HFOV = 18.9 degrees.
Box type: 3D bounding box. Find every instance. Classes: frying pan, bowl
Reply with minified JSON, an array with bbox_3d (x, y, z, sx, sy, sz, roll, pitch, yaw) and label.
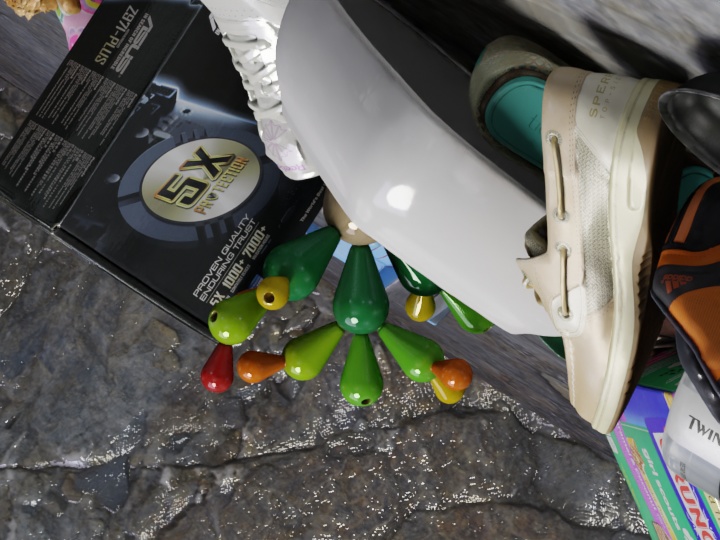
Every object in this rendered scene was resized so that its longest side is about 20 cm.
[{"bbox_3d":[0.179,-0.048,0.834,0.115,0.031,0.190,33,172,-6],"label":"frying pan"},{"bbox_3d":[0.041,-0.052,1.104,0.200,0.075,0.200,35,-167,-36],"label":"bowl"}]

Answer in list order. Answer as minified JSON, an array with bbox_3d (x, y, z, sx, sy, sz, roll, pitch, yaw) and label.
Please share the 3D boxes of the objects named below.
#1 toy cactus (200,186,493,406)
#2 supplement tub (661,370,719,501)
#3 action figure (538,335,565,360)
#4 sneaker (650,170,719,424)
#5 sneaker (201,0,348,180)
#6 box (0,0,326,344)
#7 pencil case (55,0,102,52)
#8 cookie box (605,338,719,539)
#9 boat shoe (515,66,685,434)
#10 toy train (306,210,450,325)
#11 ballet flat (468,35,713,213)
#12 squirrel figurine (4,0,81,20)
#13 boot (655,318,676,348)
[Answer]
[{"bbox_3d":[0.000,0.000,1.274,0.198,0.167,0.102,-1,-174,-21],"label":"toy cactus"},{"bbox_3d":[0.277,0.104,1.193,0.199,0.123,0.123,31,175,25],"label":"supplement tub"},{"bbox_3d":[0.089,-0.018,1.497,0.200,0.055,0.118,42,-150,-5],"label":"action figure"},{"bbox_3d":[0.217,0.041,0.951,0.199,0.112,0.078,31,168,18],"label":"sneaker"},{"bbox_3d":[-0.033,-0.110,1.185,0.200,0.100,0.075,35,167,-36],"label":"sneaker"},{"bbox_3d":[-0.095,-0.083,1.272,0.086,0.201,0.164,29,174,45],"label":"box"},{"bbox_3d":[-0.153,-0.115,1.411,0.087,0.202,0.087,-11,171,-2],"label":"pencil case"},{"bbox_3d":[0.236,0.136,1.433,0.172,0.075,0.200,66,170,-4],"label":"cookie box"},{"bbox_3d":[0.108,-0.009,0.998,0.065,0.072,0.201,15,136,17],"label":"boat shoe"},{"bbox_3d":[0.005,-0.046,1.550,0.200,0.087,0.115,32,-162,-39],"label":"toy train"},{"bbox_3d":[0.135,-0.049,1.048,0.200,0.067,0.062,38,-158,-19],"label":"ballet flat"},{"bbox_3d":[-0.217,-0.223,1.272,0.186,0.143,0.200,20,-175,21],"label":"squirrel figurine"},{"bbox_3d":[0.159,-0.004,1.364,0.165,0.073,0.200,21,174,-1],"label":"boot"}]
